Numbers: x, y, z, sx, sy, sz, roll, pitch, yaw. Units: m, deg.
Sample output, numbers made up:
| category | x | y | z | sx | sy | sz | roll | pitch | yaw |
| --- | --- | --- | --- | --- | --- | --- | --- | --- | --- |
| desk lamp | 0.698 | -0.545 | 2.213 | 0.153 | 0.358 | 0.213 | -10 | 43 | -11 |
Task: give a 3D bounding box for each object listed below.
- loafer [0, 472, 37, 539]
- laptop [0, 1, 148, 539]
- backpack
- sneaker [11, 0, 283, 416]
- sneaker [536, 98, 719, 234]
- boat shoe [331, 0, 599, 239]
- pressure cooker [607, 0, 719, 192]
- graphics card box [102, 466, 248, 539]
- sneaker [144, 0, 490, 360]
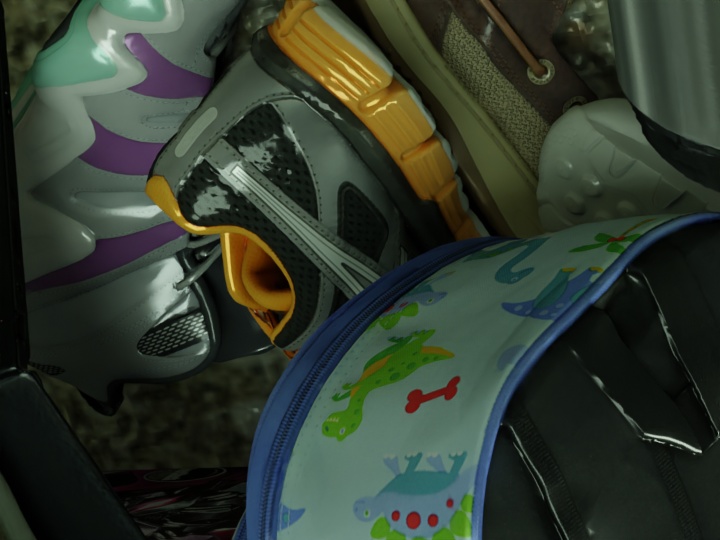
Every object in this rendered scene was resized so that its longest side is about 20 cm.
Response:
| category | x | y | z | sx | sy | sz | roll | pitch | yaw |
| --- | --- | --- | --- | --- | --- | --- | --- | --- | --- |
| loafer | -0.126 | 0.097 | 0.652 | 0.075 | 0.070 | 0.200 | -28 | 115 | 26 |
| laptop | -0.153 | 0.050 | 0.734 | 0.187 | 0.200 | 0.116 | -19 | 152 | 21 |
| backpack | 0.051 | 0.091 | 0.643 | 0.147 | 0.183 | 0.200 | 0 | 117 | 41 |
| sneaker | -0.051 | -0.025 | 0.756 | 0.140 | 0.078 | 0.200 | 38 | 129 | -11 |
| sneaker | 0.144 | 0.005 | 0.697 | 0.200 | 0.081 | 0.076 | 35 | 150 | -4 |
| boat shoe | 0.034 | -0.082 | 0.712 | 0.072 | 0.072 | 0.200 | -35 | 106 | -5 |
| pressure cooker | 0.137 | -0.132 | 0.590 | 0.179 | 0.176 | 0.200 | 0 | 117 | 21 |
| graphics card box | -0.068 | 0.102 | 0.792 | 0.200 | 0.125 | 0.051 | -4 | 97 | 16 |
| sneaker | 0.000 | 0.000 | 0.716 | 0.077 | 0.078 | 0.200 | -39 | 134 | -5 |
